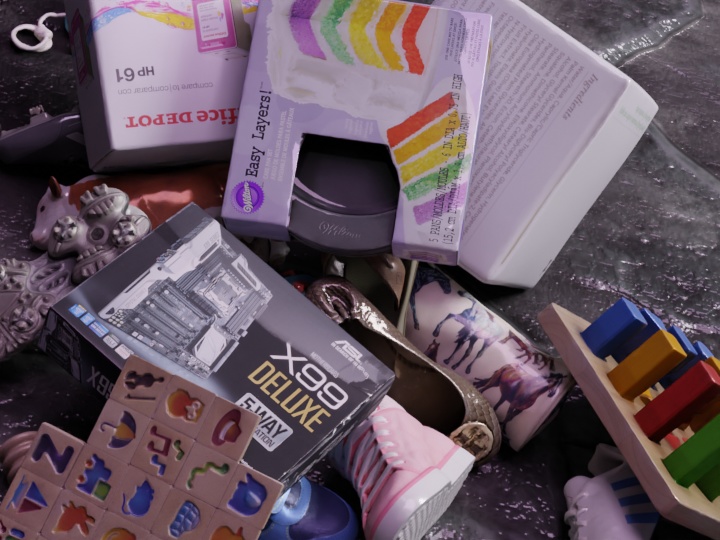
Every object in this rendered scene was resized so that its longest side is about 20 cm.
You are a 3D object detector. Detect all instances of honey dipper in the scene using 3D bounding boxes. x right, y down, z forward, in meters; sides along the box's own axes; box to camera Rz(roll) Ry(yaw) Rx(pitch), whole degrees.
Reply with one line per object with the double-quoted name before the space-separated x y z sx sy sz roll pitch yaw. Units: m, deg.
"honey dipper" -0.196 0.199 1.494 0.038 0.038 0.201 -7 54 -32

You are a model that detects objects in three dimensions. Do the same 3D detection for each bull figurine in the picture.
"bull figurine" -0.154 -0.033 1.720 0.199 0.065 0.122 -13 62 -21

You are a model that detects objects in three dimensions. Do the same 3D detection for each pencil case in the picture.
"pencil case" 0.082 0.057 1.741 0.200 0.090 0.078 37 14 14

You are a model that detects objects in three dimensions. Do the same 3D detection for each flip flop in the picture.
"flip flop" 0.000 0.000 1.696 0.081 0.201 0.058 7 1 21

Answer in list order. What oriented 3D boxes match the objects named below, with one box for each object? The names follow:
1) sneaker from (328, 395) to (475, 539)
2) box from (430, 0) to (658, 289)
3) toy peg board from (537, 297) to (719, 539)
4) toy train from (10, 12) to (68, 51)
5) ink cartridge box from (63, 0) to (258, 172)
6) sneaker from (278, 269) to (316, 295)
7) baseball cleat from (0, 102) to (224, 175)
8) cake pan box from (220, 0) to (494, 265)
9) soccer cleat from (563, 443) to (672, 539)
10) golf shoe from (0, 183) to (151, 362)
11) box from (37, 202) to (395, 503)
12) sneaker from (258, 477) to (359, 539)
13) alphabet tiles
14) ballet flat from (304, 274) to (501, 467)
"sneaker" 0.014 0.145 1.591 0.104 0.076 0.200 34 13 7
"box" 0.111 -0.110 1.797 0.171 0.200 0.199 37 6 13
"toy peg board" 0.264 0.103 1.714 0.200 0.098 0.200 28 27 -52
"toy train" -0.191 -0.180 1.876 0.200 0.056 0.150 38 42 13
"ink cartridge box" -0.150 -0.185 1.726 0.144 0.085 0.201 -7 85 -21
"sneaker" -0.085 0.067 1.675 0.200 0.079 0.096 -30 94 -53
"baseball cleat" -0.189 -0.093 1.775 0.199 0.070 0.107 -15 90 -12
"cake pan box" -0.002 -0.107 1.665 0.183 0.052 0.201 9 77 6
"soccer cleat" 0.181 0.204 1.659 0.086 0.070 0.200 29 34 4
"golf shoe" -0.233 0.025 1.610 0.199 0.097 0.078 -31 67 -5
"box" -0.099 0.063 1.540 0.200 0.050 0.158 40 48 12
"sneaker" -0.088 0.145 1.567 0.199 0.082 0.074 24 39 -6
"alphabet tiles" -0.152 0.165 1.454 0.167 0.008 0.201 25 82 11
"ballet flat" 0.032 0.081 1.669 0.200 0.067 0.046 46 9 -15
